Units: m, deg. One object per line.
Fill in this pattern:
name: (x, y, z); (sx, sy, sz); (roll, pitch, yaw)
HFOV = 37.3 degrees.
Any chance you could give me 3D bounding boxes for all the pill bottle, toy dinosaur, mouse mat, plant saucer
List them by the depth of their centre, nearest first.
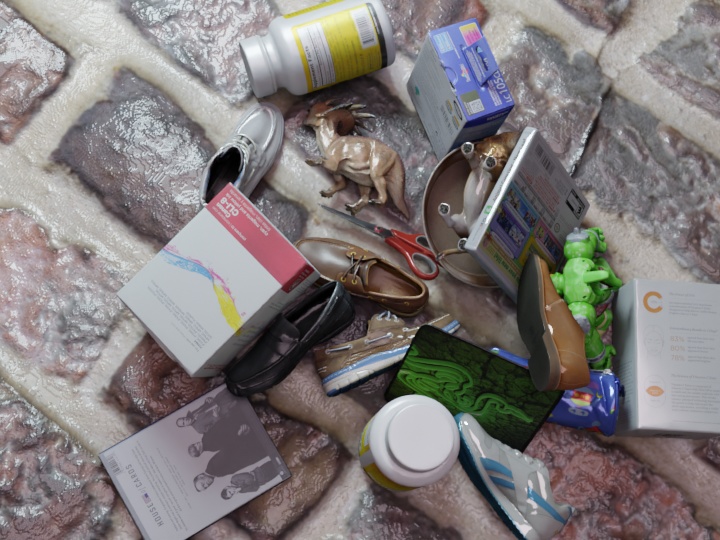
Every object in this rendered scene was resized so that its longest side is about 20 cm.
pill bottle: (0.060, 0.213, 1.311); (0.109, 0.200, 0.109); (1, 76, -6)
mouse mat: (0.143, 0.158, 1.368); (0.200, 0.161, 0.008); (25, 41, 1)
plant saucer: (0.169, -0.075, 1.458); (0.200, 0.034, 0.200); (2, 86, -21)
toy dinosaur: (0.003, -0.158, 1.463); (0.200, 0.086, 0.136); (30, 68, -4)
pill bottle: (-0.061, -0.308, 1.474); (0.200, 0.111, 0.111); (-19, 79, -7)

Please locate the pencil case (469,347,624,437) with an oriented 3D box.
pencil case: (0.243, 0.155, 1.388); (0.200, 0.078, 0.087); (11, 94, 10)

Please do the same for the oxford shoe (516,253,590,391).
oxford shoe: (0.242, 0.066, 1.338); (0.071, 0.071, 0.200); (5, 53, -14)

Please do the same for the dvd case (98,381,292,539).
dvd case: (-0.211, 0.250, 1.365); (0.200, 0.025, 0.150); (-29, 81, -12)

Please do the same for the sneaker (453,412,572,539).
sneaker: (0.191, 0.261, 1.381); (0.081, 0.077, 0.200); (-37, 92, -11)

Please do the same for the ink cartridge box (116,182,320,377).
ink cartridge box: (-0.175, 0.018, 1.345); (0.200, 0.145, 0.145); (-45, 83, -2)

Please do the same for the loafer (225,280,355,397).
loafer: (-0.096, 0.085, 1.380); (0.201, 0.070, 0.068); (-37, 44, -15)

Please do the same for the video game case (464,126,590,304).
video game case: (0.224, -0.060, 1.407); (0.022, 0.200, 0.182); (18, 75, 39)

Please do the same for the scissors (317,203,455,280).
scissors: (0.038, -0.053, 1.467); (0.200, 0.014, 0.073); (34, 50, 11)

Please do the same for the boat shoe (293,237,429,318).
boat shoe: (0.000, 0.001, 1.427); (0.200, 0.068, 0.072); (22, 75, 0)

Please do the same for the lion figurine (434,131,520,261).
lion figurine: (0.157, -0.097, 1.399); (0.072, 0.122, 0.200); (28, 94, 21)

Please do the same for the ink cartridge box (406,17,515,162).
ink cartridge box: (0.134, -0.243, 1.434); (0.076, 0.200, 0.137); (-20, 79, -11)

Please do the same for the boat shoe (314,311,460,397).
boat shoe: (0.033, 0.093, 1.405); (0.200, 0.072, 0.072); (-24, 78, -11)

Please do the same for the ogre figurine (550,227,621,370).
ogre figurine: (0.302, 0.025, 1.418); (0.098, 0.120, 0.200); (14, 78, 31)

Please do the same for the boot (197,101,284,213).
boot: (-0.158, -0.152, 1.434); (0.074, 0.096, 0.200); (23, 75, 0)

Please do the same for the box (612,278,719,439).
box: (0.411, 0.120, 1.425); (0.124, 0.097, 0.200); (4, 76, -5)
